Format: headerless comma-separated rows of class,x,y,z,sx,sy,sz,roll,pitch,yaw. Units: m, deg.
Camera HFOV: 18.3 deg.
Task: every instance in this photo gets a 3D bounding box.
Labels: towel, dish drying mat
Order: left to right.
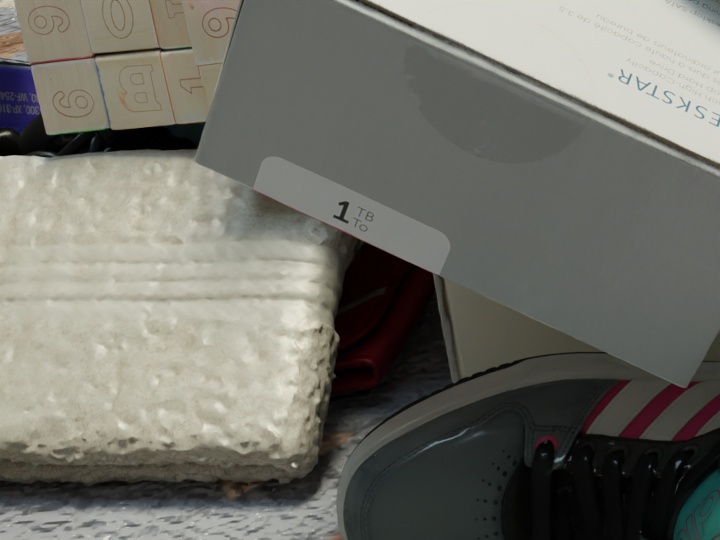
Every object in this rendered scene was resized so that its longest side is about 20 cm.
towel,-0.097,0.018,0.828,0.199,0.035,0.133,-1,60,20
dish drying mat,0.000,0.000,0.918,0.076,0.018,0.200,-13,21,22

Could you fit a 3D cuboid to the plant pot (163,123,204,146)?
plant pot,-0.032,-0.138,1.020,0.199,0.201,0.134,-22,19,-28

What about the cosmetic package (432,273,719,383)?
cosmetic package,0.117,-0.034,0.797,0.103,0.088,0.200,3,25,34

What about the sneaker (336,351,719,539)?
sneaker,0.088,0.075,0.624,0.198,0.084,0.121,-7,12,6

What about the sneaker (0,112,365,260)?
sneaker,-0.093,-0.028,0.907,0.199,0.100,0.070,0,28,39

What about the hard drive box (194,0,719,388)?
hard drive box,0.062,-0.084,0.667,0.155,0.077,0.200,25,43,3

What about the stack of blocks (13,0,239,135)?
stack of blocks,-0.025,-0.094,0.830,0.199,0.059,0.115,-3,20,23

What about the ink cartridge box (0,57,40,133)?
ink cartridge box,-0.212,-0.088,1.121,0.199,0.044,0.197,12,8,40
